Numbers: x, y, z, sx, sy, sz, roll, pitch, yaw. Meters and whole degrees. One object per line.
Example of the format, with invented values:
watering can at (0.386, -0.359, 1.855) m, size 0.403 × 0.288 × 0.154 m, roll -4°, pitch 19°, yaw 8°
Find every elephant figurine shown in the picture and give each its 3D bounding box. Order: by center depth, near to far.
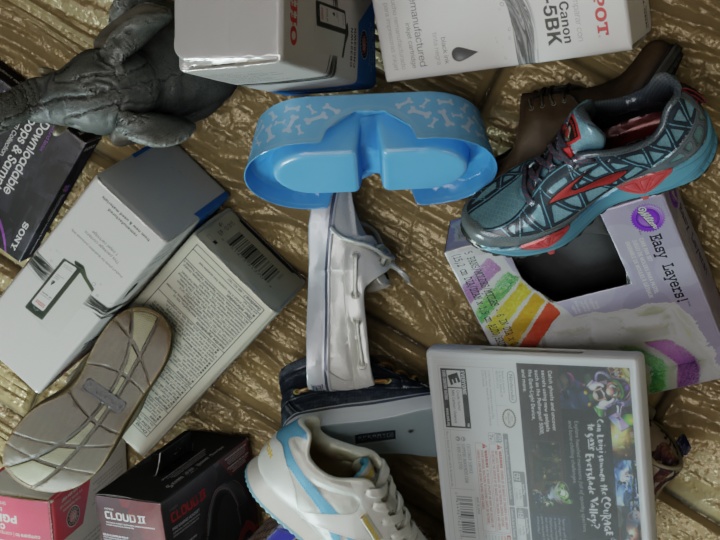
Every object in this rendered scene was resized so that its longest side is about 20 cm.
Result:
elephant figurine at (-0.188, -0.149, 1.297) m, size 0.141 × 0.200 × 0.155 m, roll 41°, pitch 115°, yaw 2°

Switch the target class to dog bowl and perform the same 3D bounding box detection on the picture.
dog bowl at (0.007, -0.097, 1.269) m, size 0.199 × 0.112 × 0.050 m, roll -3°, pitch 65°, yaw 1°

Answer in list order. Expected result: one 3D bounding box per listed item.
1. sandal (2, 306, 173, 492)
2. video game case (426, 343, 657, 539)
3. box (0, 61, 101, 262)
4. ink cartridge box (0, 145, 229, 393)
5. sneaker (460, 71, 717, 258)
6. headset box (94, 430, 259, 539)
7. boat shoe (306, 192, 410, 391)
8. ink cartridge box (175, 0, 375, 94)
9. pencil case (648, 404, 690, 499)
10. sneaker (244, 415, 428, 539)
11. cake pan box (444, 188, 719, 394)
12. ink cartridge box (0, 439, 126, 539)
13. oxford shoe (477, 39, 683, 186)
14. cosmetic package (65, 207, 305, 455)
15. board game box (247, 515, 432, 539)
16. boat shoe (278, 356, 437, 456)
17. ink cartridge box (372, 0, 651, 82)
sandal at (-0.228, 0.112, 1.386) m, size 0.080 × 0.054 × 0.200 m, roll 38°, pitch 100°, yaw -2°
video game case at (0.147, 0.159, 1.295) m, size 0.181 × 0.023 × 0.201 m, roll 1°, pitch 105°, yaw 28°
box at (-0.349, -0.121, 1.452) m, size 0.200 × 0.036 × 0.143 m, roll 35°, pitch 115°, yaw 3°
ink cartridge box at (-0.224, -0.007, 1.387) m, size 0.084 × 0.146 × 0.200 m, roll 43°, pitch 116°, yaw 0°
sneaker at (0.156, -0.085, 1.167) m, size 0.200 × 0.079 × 0.096 m, roll -27°, pitch 141°, yaw 5°
headset box at (-0.159, 0.247, 1.443) m, size 0.075 × 0.149 × 0.201 m, roll 3°, pitch 108°, yaw 27°
boat shoe at (0.000, 0.001, 1.343) m, size 0.086 × 0.075 × 0.203 m, roll 1°, pitch 86°, yaw 3°
ink cartridge box at (-0.060, -0.215, 1.208) m, size 0.084 × 0.200 × 0.147 m, roll -1°, pitch 91°, yaw 19°
pencil case at (0.193, 0.203, 1.349) m, size 0.078 × 0.089 × 0.200 m, roll 35°, pitch 117°, yaw 9°
sneaker at (0.003, 0.201, 1.315) m, size 0.200 × 0.077 × 0.081 m, roll 37°, pitch 119°, yaw -7°
cake pan box at (0.185, 0.018, 1.277) m, size 0.184 × 0.052 × 0.200 m, roll -15°, pitch 123°, yaw 20°
ink cartridge box at (-0.281, 0.270, 1.497) m, size 0.082 × 0.147 × 0.201 m, roll 6°, pitch 109°, yaw 18°
oxford shoe at (0.167, -0.119, 1.259) m, size 0.084 × 0.073 × 0.200 m, roll 48°, pitch 115°, yaw 1°
cosmetic package at (-0.154, 0.054, 1.416) m, size 0.103 × 0.087 × 0.200 m, roll 45°, pitch 114°, yaw -1°
board game box at (-0.009, 0.289, 1.393) m, size 0.200 × 0.159 × 0.097 m, roll 48°, pitch 154°, yaw -1°
boat shoe at (0.027, 0.109, 1.385) m, size 0.199 × 0.091 × 0.071 m, roll -4°, pitch 135°, yaw -7°
ink cartridge box at (0.111, -0.233, 1.233) m, size 0.199 × 0.083 × 0.147 m, roll -6°, pitch 105°, yaw 21°
